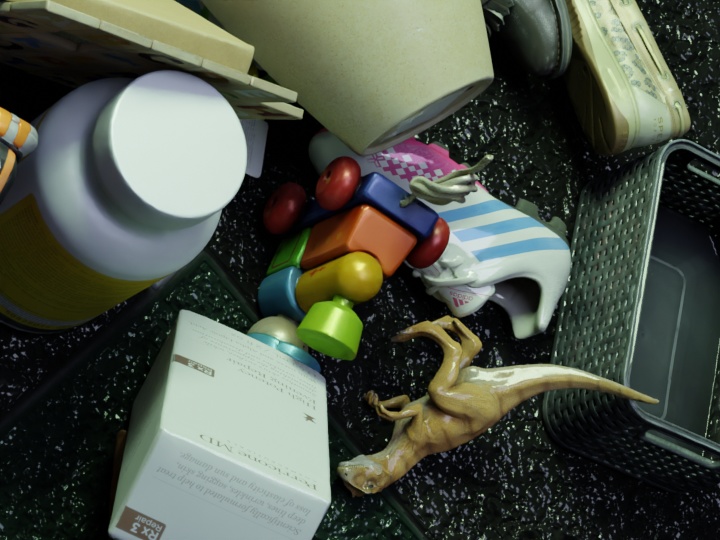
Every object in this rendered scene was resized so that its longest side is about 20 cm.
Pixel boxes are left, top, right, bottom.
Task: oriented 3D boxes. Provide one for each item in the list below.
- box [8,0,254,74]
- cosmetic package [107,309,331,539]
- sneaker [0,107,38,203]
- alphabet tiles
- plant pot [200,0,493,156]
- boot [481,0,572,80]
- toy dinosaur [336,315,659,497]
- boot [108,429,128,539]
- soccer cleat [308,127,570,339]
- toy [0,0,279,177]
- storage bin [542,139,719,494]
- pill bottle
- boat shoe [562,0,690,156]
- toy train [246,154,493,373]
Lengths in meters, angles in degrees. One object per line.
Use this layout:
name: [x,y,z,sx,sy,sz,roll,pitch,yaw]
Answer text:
box: [-0.174,-0.158,1.256,0.199,0.163,0.021,17,100,-35]
cosmetic package: [-0.074,0.099,1.282,0.101,0.200,0.074,25,103,-10]
sneaker: [-0.241,-0.032,1.236,0.077,0.200,0.113,27,78,-19]
alphabet tiles: [-0.135,-0.111,1.264,0.199,0.167,0.008,18,81,-40]
plant pot: [-0.008,-0.177,1.382,0.187,0.187,0.201,-27,84,-35]
boot: [0.028,-0.178,1.526,0.174,0.069,0.200,-35,91,-29]
toy dinosaur: [0.071,0.077,1.461,0.199,0.060,0.107,-24,84,-6]
boot: [-0.139,0.184,1.301,0.188,0.068,0.201,20,65,-26]
soccer cleat: [0.051,-0.023,1.481,0.199,0.070,0.087,26,63,-23]
toy: [-0.139,-0.140,1.413,0.199,0.047,0.116,25,60,-29]
storage bin: [0.212,0.032,1.552,0.135,0.094,0.201,24,65,-24]
pill bottle: [-0.143,-0.040,1.285,0.112,0.200,0.113,10,71,-29]
boat shoe: [0.162,-0.168,1.574,0.062,0.073,0.201,-9,67,-15]
toy train: [0.000,0.000,1.366,0.084,0.200,0.116,32,66,-20]
